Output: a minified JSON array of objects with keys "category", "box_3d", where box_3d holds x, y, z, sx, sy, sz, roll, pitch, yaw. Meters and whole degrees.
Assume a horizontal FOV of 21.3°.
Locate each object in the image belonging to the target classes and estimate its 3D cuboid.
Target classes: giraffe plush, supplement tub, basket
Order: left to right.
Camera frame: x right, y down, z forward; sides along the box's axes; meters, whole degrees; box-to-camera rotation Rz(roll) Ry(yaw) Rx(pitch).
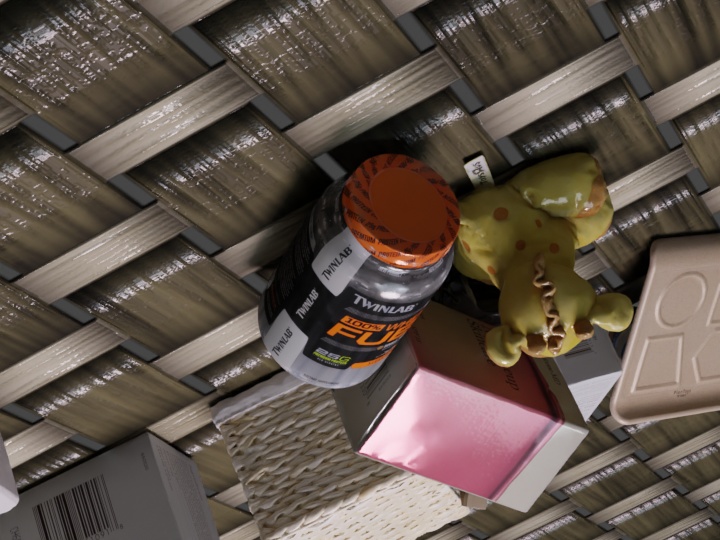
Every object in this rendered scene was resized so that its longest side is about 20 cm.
[{"category":"basket","box_3d":[-0.012,0.188,1.902,0.199,0.162,0.198,-26,155,6]},{"category":"supplement tub","box_3d":[0.000,0.000,1.570,0.121,0.123,0.200,-8,152,-28]},{"category":"giraffe plush","box_3d":[0.156,0.003,1.656,0.172,0.163,0.200,-31,155,20]}]

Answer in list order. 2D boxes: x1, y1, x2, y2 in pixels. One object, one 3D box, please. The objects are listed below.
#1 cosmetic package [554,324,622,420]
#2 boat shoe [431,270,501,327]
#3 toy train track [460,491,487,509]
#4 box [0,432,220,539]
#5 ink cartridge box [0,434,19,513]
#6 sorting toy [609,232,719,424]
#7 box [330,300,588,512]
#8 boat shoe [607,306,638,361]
[{"category":"cosmetic package","box_3d":[0.194,0.117,1.998,0.073,0.102,0.200,-12,155,-21]},{"category":"boat shoe","box_3d":[0.093,0.033,1.789,0.198,0.072,0.065,-2,127,-13]},{"category":"toy train track","box_3d":[0.121,0.133,1.893,0.114,0.202,0.032,10,175,-26]},{"category":"box","box_3d":[-0.241,0.300,1.886,0.197,0.201,0.131,-26,155,9]},{"category":"ink cartridge box","box_3d":[-0.397,0.165,1.619,0.144,0.085,0.200,-23,155,3]},{"category":"sorting toy","box_3d":[0.345,0.055,1.978,0.184,0.036,0.202,-6,117,-33]},{"category":"box","box_3d":[0.085,0.115,1.721,0.199,0.128,0.109,22,117,-30]},{"category":"boat shoe","box_3d":[0.333,0.073,2.055,0.199,0.073,0.072,21,112,-44]}]
